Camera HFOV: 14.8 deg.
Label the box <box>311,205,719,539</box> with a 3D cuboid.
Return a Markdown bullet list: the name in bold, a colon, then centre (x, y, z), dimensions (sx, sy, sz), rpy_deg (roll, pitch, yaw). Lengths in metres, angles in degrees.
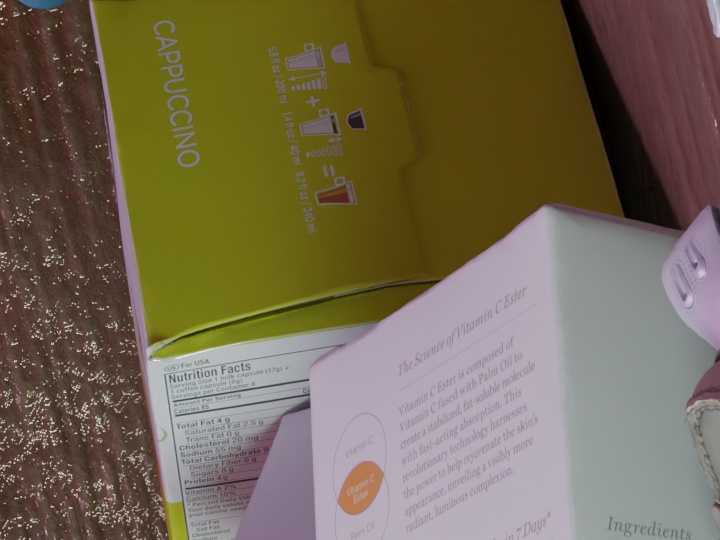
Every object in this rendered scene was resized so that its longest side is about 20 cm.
- **box**: centre (0.069, 0.104, 0.894), dimensions (0.152, 0.106, 0.200), rpy_deg (-35, 50, 51)

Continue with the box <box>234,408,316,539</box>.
- **box**: centre (0.045, 0.162, 1.060), dimensions (0.200, 0.106, 0.152), rpy_deg (45, -131, -29)

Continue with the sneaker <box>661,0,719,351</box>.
- **sneaker**: centre (0.115, -0.048, 0.729), dimensions (0.200, 0.075, 0.115), rpy_deg (69, 153, 19)

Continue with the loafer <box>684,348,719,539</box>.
- **loafer**: centre (0.141, 0.108, 0.714), dimensions (0.200, 0.063, 0.072), rpy_deg (54, 155, -16)

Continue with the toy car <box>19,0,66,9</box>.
- **toy car**: centre (-0.181, -0.245, 2.272), dimensions (0.200, 0.177, 0.184), rpy_deg (60, 156, 18)

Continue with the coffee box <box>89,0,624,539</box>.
- **coffee box**: centre (0.000, 0.000, 1.187), dimensions (0.198, 0.199, 0.200), rpy_deg (87, 173, -52)
